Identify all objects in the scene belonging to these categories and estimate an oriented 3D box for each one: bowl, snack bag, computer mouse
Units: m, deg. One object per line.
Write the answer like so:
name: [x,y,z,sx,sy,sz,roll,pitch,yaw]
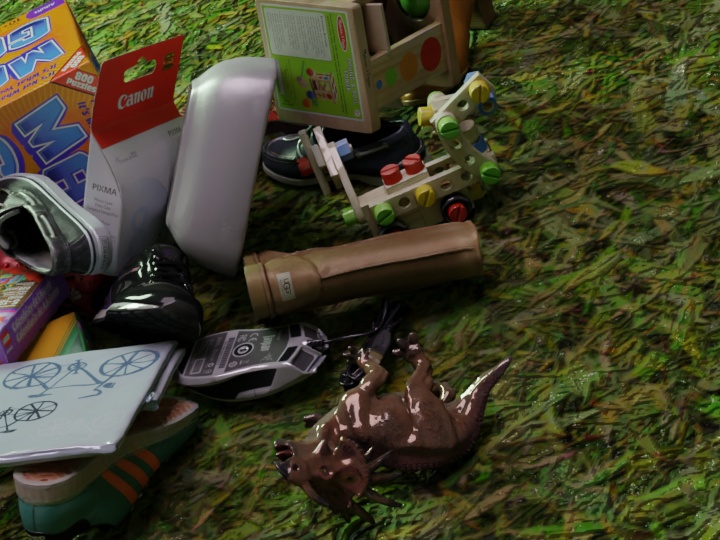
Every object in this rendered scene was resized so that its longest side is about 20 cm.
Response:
bowl: [-0.132,-0.103,1.724,0.075,0.200,0.200,10,9,-8]
snack bag: [-0.254,0.116,1.541,0.188,0.021,0.200,-8,21,12]
computer mouse: [-0.062,0.078,1.592,0.200,0.044,0.110,-9,34,19]

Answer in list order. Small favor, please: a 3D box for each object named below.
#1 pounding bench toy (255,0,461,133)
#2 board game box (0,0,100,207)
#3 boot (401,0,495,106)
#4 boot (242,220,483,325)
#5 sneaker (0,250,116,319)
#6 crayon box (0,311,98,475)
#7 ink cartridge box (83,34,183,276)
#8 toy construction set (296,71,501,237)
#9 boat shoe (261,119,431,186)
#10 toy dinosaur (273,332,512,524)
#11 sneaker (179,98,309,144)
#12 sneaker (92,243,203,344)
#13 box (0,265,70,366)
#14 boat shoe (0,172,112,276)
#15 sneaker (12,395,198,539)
pounding bench toy: [-0.001,-0.257,1.795,0.124,0.200,0.156,12,32,40]
board game box: [-0.337,-0.125,1.918,0.200,0.200,0.200,-27,31,-2]
boot: [0.071,-0.277,1.920,0.071,0.144,0.201,-1,39,34]
boot: [0.000,0.000,1.641,0.200,0.066,0.175,-12,9,-3]
sneaker: [-0.305,0.005,1.803,0.200,0.078,0.116,-18,33,-12]
crayon box: [-0.328,0.127,1.681,0.200,0.058,0.119,-25,32,-1]
ink cartridge box: [-0.200,-0.111,1.772,0.047,0.200,0.160,17,22,18]
toy construction set: [0.042,-0.097,1.691,0.200,0.131,0.092,-15,33,15]
boat shoe: [-0.023,-0.122,1.835,0.200,0.062,0.075,8,46,42]
toy dinosaur: [0.028,0.128,1.429,0.200,0.086,0.136,-10,42,-7]
sneaker: [-0.104,-0.159,1.934,0.200,0.075,0.090,-13,-12,-20]
sneaker: [-0.183,0.013,1.656,0.200,0.076,0.088,-5,63,66]
box: [-0.386,0.049,1.729,0.200,0.039,0.137,-7,27,20]
boat shoe: [-0.307,-0.045,1.732,0.071,0.072,0.200,-6,18,-38]
sneaker: [-0.208,0.167,1.541,0.071,0.080,0.200,16,28,33]
